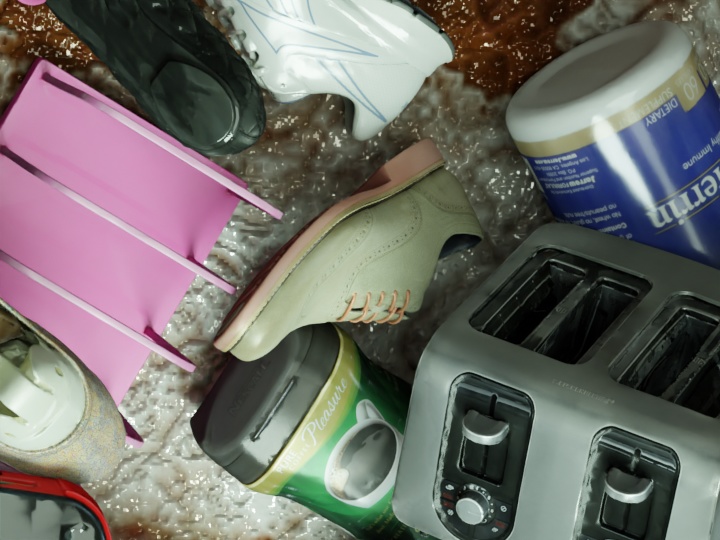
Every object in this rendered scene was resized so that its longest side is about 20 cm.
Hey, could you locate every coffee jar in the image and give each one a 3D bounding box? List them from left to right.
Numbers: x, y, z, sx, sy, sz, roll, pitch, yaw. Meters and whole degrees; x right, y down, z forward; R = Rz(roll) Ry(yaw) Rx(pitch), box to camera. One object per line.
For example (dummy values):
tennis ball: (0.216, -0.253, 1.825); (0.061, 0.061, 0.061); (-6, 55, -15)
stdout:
coffee jar: (0.006, 0.103, 1.474); (0.200, 0.085, 0.104); (32, 95, -21)

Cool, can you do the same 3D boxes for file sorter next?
file sorter: (-0.154, 0.012, 1.386); (0.139, 0.125, 0.200); (31, 89, -20)

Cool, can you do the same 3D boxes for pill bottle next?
pill bottle: (0.175, -0.032, 1.489); (0.115, 0.116, 0.200); (-33, 108, -10)

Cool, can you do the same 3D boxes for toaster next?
toaster: (0.141, 0.078, 1.392); (0.200, 0.180, 0.119); (-42, 146, -49)

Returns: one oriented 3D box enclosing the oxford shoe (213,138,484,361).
oxford shoe: (0.000, 0.000, 1.416); (0.074, 0.071, 0.200); (49, 52, 2)

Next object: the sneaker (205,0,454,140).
sneaker: (-0.044, -0.142, 1.425); (0.200, 0.075, 0.087); (32, 95, -19)

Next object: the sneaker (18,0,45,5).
sneaker: (-0.193, -0.240, 1.351); (0.088, 0.081, 0.201); (6, 77, 16)

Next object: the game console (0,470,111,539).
game console: (-0.228, 0.181, 1.283); (0.199, 0.031, 0.178); (11, 93, -21)

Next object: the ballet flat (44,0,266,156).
ballet flat: (-0.123, -0.141, 1.387); (0.066, 0.057, 0.200); (-37, 82, 12)

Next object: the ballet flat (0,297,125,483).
ballet flat: (-0.189, 0.042, 1.277); (0.200, 0.067, 0.068); (42, 85, -20)
